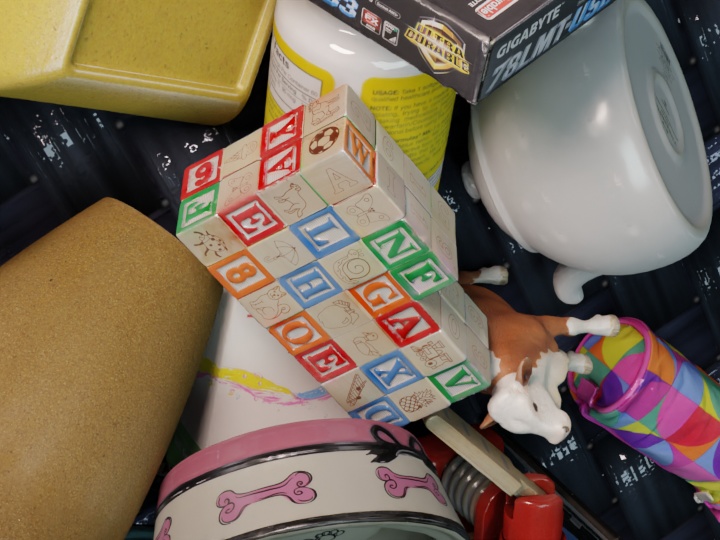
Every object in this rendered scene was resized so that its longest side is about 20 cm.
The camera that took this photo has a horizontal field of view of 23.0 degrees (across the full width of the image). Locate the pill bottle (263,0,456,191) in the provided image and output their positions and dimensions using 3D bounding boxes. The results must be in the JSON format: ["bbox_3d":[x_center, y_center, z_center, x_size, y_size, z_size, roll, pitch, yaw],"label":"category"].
[{"bbox_3d":[0.002,-0.116,1.056,0.114,0.114,0.201,-11,137,-21],"label":"pill bottle"}]

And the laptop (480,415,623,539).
[{"bbox_3d":[0.148,0.239,1.281,0.116,0.187,0.200,-45,125,-3],"label":"laptop"}]

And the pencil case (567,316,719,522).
[{"bbox_3d":[0.241,0.114,1.334,0.200,0.088,0.088,37,94,-32],"label":"pencil case"}]

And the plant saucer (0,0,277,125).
[{"bbox_3d":[-0.108,-0.176,1.011,0.199,0.048,0.201,4,113,-46],"label":"plant saucer"}]

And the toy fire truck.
[{"bbox_3d":[0.075,0.153,1.208,0.128,0.176,0.201,-12,119,-26],"label":"toy fire truck"}]

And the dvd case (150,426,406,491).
[{"bbox_3d":[-0.059,0.101,1.219,0.199,0.018,0.143,19,105,-32],"label":"dvd case"}]

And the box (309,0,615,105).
[{"bbox_3d":[0.047,-0.196,0.967,0.200,0.198,0.050,-38,152,-36],"label":"box"}]

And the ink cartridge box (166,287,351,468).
[{"bbox_3d":[-0.048,0.049,1.147,0.117,0.067,0.201,1,113,-26],"label":"ink cartridge box"}]

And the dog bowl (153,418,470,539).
[{"bbox_3d":[-0.037,0.155,1.082,0.199,0.074,0.200,-9,154,-4],"label":"dog bowl"}]

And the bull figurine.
[{"bbox_3d":[0.091,0.048,1.163,0.121,0.200,0.065,-6,115,-35],"label":"bull figurine"}]

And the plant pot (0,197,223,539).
[{"bbox_3d":[-0.179,0.061,1.064,0.186,0.186,0.200,44,75,-34],"label":"plant pot"}]

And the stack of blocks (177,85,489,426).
[{"bbox_3d":[0.000,0.000,1.035,0.115,0.059,0.200,-25,127,23],"label":"stack of blocks"}]

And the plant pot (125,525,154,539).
[{"bbox_3d":[-0.138,0.305,1.171,0.199,0.196,0.201,-11,118,-22],"label":"plant pot"}]

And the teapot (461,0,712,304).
[{"bbox_3d":[0.131,-0.083,1.149,0.145,0.197,0.201,-16,85,23],"label":"teapot"}]
